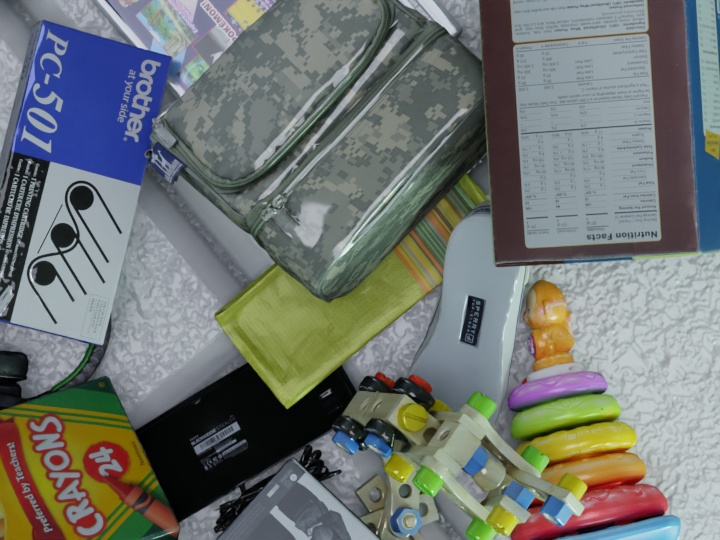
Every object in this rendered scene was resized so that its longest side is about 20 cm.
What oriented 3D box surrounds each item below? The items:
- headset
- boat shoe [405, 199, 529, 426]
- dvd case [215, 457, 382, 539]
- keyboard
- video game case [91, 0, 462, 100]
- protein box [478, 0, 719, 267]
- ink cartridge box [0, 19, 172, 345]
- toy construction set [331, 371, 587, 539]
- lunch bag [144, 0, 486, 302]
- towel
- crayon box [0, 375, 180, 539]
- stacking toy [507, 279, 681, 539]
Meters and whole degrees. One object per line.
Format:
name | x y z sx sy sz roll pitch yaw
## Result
headset | -0.272 0.045 1.643 0.199 0.094 0.124 -16 91 -14
boat shoe | 0.077 0.040 1.622 0.071 0.070 0.201 17 116 14
dvd case | -0.023 0.246 1.572 0.200 0.025 0.150 43 81 3
keyboard | -0.089 0.132 1.655 0.199 0.040 0.104 -31 67 3
video game case | -0.061 -0.181 1.645 0.182 0.023 0.200 -41 91 2
protein box | 0.172 -0.109 1.539 0.134 0.198 0.201 -3 91 21
ink cartridge box | -0.197 -0.058 1.596 0.094 0.044 0.201 14 85 -16
toy construction set | 0.050 0.131 1.574 0.131 0.200 0.092 39 62 -15
lunch bag | -0.023 -0.098 1.573 0.168 0.139 0.200 43 92 10
towel | 0.000 0.000 1.639 0.200 0.018 0.086 -39 81 -1
crayon box | -0.235 0.161 1.582 0.199 0.051 0.127 -19 65 -23
stacking toy | 0.141 0.103 1.617 0.109 0.116 0.201 -12 80 -1
